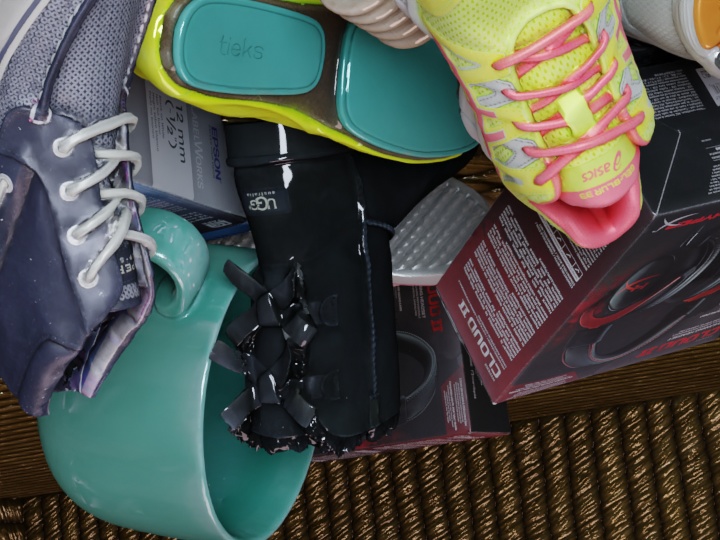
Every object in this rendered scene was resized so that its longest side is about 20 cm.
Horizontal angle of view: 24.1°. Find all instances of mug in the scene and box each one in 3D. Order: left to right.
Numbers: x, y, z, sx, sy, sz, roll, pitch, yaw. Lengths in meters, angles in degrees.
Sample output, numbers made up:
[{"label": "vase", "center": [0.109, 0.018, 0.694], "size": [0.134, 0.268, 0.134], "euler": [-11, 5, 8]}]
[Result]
[{"label": "mug", "center": [-0.099, 0.046, 0.879], "size": [0.114, 0.186, 0.152], "euler": [5, -165, 22]}]

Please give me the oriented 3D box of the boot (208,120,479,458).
[{"label": "boot", "center": [0.001, 0.000, 0.853], "size": [0.073, 0.163, 0.198], "euler": [1, -171, 35]}]

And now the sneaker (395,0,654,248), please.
[{"label": "sneaker", "center": [0.074, -0.070, 0.617], "size": [0.078, 0.090, 0.200], "euler": [-30, 155, 5]}]

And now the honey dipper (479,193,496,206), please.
[{"label": "honey dipper", "center": [0.100, -0.038, 1.139], "size": [0.038, 0.038, 0.200], "euler": [-13, 166, 33]}]

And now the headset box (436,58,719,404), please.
[{"label": "headset box", "center": [0.138, -0.017, 0.816], "size": [0.148, 0.075, 0.200], "euler": [-13, 155, -28]}]

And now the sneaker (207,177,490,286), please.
[{"label": "sneaker", "center": [-0.017, -0.021, 1.052], "size": [0.200, 0.076, 0.105], "euler": [2, 165, 0]}]

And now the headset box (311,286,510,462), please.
[{"label": "headset box", "center": [0.028, 0.071, 1.373], "size": [0.200, 0.149, 0.077], "euler": [-11, 169, 30]}]

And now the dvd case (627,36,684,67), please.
[{"label": "dvd case", "center": [0.159, -0.105, 0.843], "size": [0.150, 0.025, 0.200], "euler": [-4, 170, -13]}]

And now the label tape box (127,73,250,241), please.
[{"label": "label tape box", "center": [-0.148, -0.050, 0.858], "size": [0.143, 0.066, 0.200], "euler": [-10, 172, 20]}]

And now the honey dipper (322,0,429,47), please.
[{"label": "honey dipper", "center": [0.048, -0.094, 0.710], "size": [0.038, 0.038, 0.200], "euler": [-12, 162, 29]}]

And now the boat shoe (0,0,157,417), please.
[{"label": "boat shoe", "center": [-0.102, -0.037, 0.633], "size": [0.075, 0.093, 0.200], "euler": [-24, 150, -51]}]

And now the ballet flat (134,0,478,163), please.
[{"label": "ballet flat", "center": [-0.027, -0.091, 0.741], "size": [0.200, 0.067, 0.067], "euler": [8, -176, -45]}]

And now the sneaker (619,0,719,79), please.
[{"label": "sneaker", "center": [0.181, -0.124, 0.682], "size": [0.200, 0.076, 0.092], "euler": [-9, -160, -34]}]
